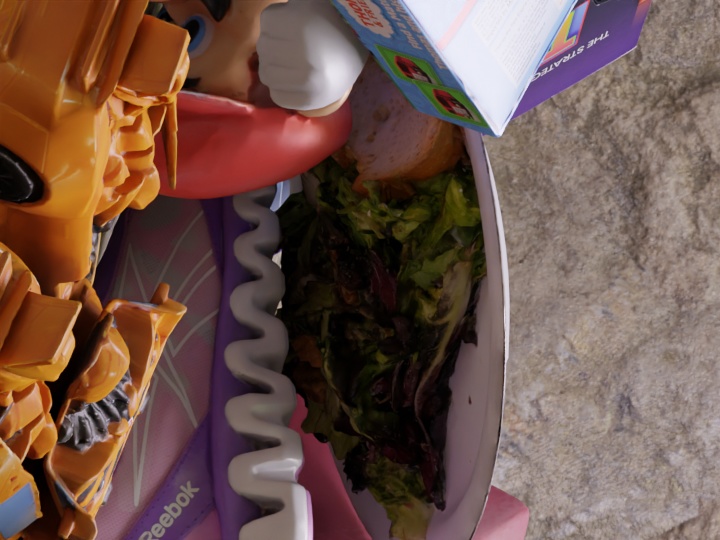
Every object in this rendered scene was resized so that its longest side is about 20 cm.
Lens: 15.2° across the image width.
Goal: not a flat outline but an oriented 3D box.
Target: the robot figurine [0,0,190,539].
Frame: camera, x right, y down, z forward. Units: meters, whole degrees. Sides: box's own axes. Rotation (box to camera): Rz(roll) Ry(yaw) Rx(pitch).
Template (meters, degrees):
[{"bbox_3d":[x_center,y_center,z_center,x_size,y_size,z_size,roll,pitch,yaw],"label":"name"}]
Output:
[{"bbox_3d":[-0.082,0.013,0.664,0.200,0.058,0.145,100,10,-68],"label":"robot figurine"}]

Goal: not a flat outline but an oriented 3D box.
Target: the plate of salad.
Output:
[{"bbox_3d":[0.000,0.000,0.871,0.200,0.048,0.201,174,-90,-71],"label":"plate of salad"}]

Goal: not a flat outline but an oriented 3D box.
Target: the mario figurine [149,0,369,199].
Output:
[{"bbox_3d":[-0.022,-0.114,0.782,0.200,0.106,0.123,-59,178,6],"label":"mario figurine"}]

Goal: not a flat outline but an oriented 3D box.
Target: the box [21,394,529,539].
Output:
[{"bbox_3d":[-0.045,0.143,0.936,0.200,0.109,0.128,-28,138,-53],"label":"box"}]

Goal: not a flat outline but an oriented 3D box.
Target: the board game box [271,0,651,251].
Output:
[{"bbox_3d":[0.027,-0.098,1.044,0.200,0.057,0.165,-30,161,-15],"label":"board game box"}]

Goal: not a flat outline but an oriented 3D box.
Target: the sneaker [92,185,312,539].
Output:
[{"bbox_3d":[-0.068,0.023,0.868,0.081,0.088,0.201,103,-17,-59],"label":"sneaker"}]

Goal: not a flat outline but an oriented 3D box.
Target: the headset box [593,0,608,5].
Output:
[{"bbox_3d":[0.075,-0.183,0.852,0.075,0.148,0.200,22,53,-55],"label":"headset box"}]

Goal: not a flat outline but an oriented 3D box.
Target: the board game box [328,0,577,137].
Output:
[{"bbox_3d":[0.021,-0.150,0.685,0.151,0.037,0.200,-60,144,-14],"label":"board game box"}]
